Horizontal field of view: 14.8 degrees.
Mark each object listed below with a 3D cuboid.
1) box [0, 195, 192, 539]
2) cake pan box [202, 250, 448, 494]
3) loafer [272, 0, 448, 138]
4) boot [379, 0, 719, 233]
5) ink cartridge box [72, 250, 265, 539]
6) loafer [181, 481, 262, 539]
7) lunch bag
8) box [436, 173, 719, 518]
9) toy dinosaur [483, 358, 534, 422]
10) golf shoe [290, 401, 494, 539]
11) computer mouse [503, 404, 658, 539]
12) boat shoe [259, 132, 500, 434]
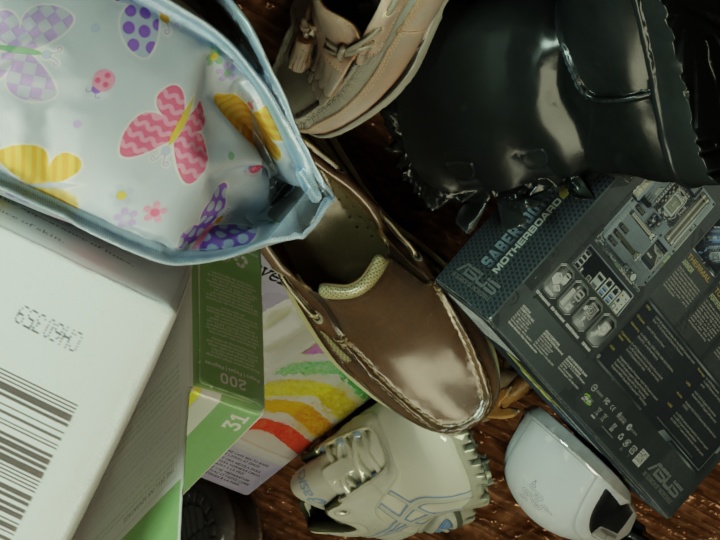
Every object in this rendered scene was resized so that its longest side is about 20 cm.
[{"bbox_3d":[-0.204,0.048,1.233,0.200,0.131,0.199,26,99,-4],"label":"box"},{"bbox_3d":[-0.082,0.024,1.425,0.200,0.052,0.184,26,130,-31],"label":"cake pan box"},{"bbox_3d":[0.007,-0.131,1.212,0.063,0.072,0.200,1,145,-41],"label":"loafer"},{"bbox_3d":[0.082,-0.117,1.231,0.162,0.073,0.199,-1,109,37],"label":"boot"},{"bbox_3d":[-0.100,0.096,1.314,0.048,0.200,0.146,19,136,-26],"label":"ink cartridge box"},{"bbox_3d":[-0.076,0.184,1.615,0.071,0.073,0.200,-6,147,-14],"label":"loafer"},{"bbox_3d":[-0.121,-0.085,1.181,0.200,0.170,0.127,28,93,-27],"label":"lunch bag"},{"bbox_3d":[0.146,0.008,1.359,0.158,0.051,0.200,-48,134,-4],"label":"box"},{"bbox_3d":[0.088,0.044,1.428,0.106,0.060,0.200,-19,154,-48],"label":"toy dinosaur"},{"bbox_3d":[0.013,0.105,1.459,0.097,0.078,0.200,-14,159,-9],"label":"golf shoe"},{"bbox_3d":[0.107,0.118,1.465,0.044,0.110,0.200,-46,161,-3],"label":"computer mouse"},{"bbox_3d":[-0.005,0.004,1.315,0.075,0.075,0.202,-38,103,9],"label":"boat shoe"}]
